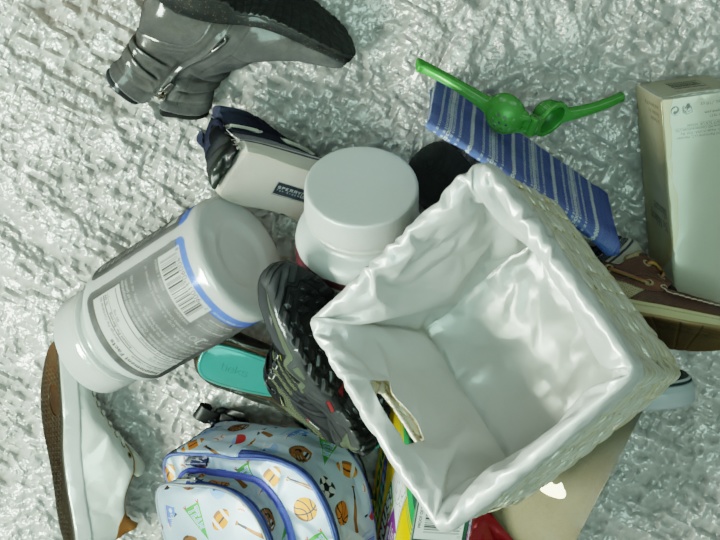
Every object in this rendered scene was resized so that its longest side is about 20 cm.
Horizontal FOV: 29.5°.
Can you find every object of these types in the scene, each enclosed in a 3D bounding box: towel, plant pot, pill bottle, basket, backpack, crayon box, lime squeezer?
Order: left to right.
[{"bbox_3d":[-0.173,0.028,1.206,0.199,0.114,0.114,-28,104,31],"label":"pill bottle"},{"bbox_3d":[-0.083,0.230,1.245,0.188,0.154,0.203,-8,107,28],"label":"backpack"},{"bbox_3d":[0.000,0.000,1.183,0.112,0.115,0.202,0,136,0],"label":"pill bottle"},{"bbox_3d":[0.049,0.238,1.252,0.057,0.173,0.203,6,108,-11],"label":"crayon box"},{"bbox_3d":[0.108,0.058,1.049,0.200,0.160,0.199,-42,69,21],"label":"basket"},{"bbox_3d":[0.139,-0.089,1.189,0.199,0.145,0.024,33,110,-8],"label":"towel"},{"bbox_3d":[0.146,-0.143,1.198,0.197,0.071,0.038,6,119,-13],"label":"lime squeezer"},{"bbox_3d":[0.167,0.153,1.240,0.133,0.200,0.203,27,104,13],"label":"plant pot"}]

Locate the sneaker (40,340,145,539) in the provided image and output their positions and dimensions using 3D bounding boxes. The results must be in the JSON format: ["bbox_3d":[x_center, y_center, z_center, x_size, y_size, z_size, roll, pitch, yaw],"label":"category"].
[{"bbox_3d":[-0.253,0.160,1.302,0.084,0.072,0.203,-10,100,-29],"label":"sneaker"}]

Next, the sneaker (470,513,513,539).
[{"bbox_3d":[0.122,0.298,1.324,0.114,0.078,0.203,10,106,-1],"label":"sneaker"}]

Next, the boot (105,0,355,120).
[{"bbox_3d":[-0.114,-0.188,1.203,0.197,0.070,0.132,16,128,-23],"label":"boot"}]

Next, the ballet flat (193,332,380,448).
[{"bbox_3d":[-0.061,0.102,1.275,0.198,0.069,0.069,27,104,-8],"label":"ballet flat"}]

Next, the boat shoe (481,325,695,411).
[{"bbox_3d":[0.179,0.070,1.132,0.197,0.072,0.072,8,98,18],"label":"boat shoe"}]

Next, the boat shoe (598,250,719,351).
[{"bbox_3d":[0.234,0.015,1.163,0.197,0.072,0.073,11,70,14],"label":"boat shoe"}]

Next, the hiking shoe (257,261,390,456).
[{"bbox_3d":[-0.054,0.078,1.151,0.100,0.076,0.202,1,130,36],"label":"hiking shoe"}]

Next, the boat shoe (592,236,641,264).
[{"bbox_3d":[0.153,0.001,1.241,0.198,0.075,0.094,-31,91,-3],"label":"boat shoe"}]

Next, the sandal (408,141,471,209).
[{"bbox_3d":[0.100,-0.047,1.182,0.076,0.200,0.048,-49,143,2],"label":"sandal"}]

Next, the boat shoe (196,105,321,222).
[{"bbox_3d":[-0.057,-0.089,1.228,0.198,0.093,0.075,22,116,-37],"label":"boat shoe"}]

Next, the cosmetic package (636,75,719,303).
[{"bbox_3d":[0.296,-0.065,1.216,0.072,0.104,0.203,-7,103,1],"label":"cosmetic package"}]
